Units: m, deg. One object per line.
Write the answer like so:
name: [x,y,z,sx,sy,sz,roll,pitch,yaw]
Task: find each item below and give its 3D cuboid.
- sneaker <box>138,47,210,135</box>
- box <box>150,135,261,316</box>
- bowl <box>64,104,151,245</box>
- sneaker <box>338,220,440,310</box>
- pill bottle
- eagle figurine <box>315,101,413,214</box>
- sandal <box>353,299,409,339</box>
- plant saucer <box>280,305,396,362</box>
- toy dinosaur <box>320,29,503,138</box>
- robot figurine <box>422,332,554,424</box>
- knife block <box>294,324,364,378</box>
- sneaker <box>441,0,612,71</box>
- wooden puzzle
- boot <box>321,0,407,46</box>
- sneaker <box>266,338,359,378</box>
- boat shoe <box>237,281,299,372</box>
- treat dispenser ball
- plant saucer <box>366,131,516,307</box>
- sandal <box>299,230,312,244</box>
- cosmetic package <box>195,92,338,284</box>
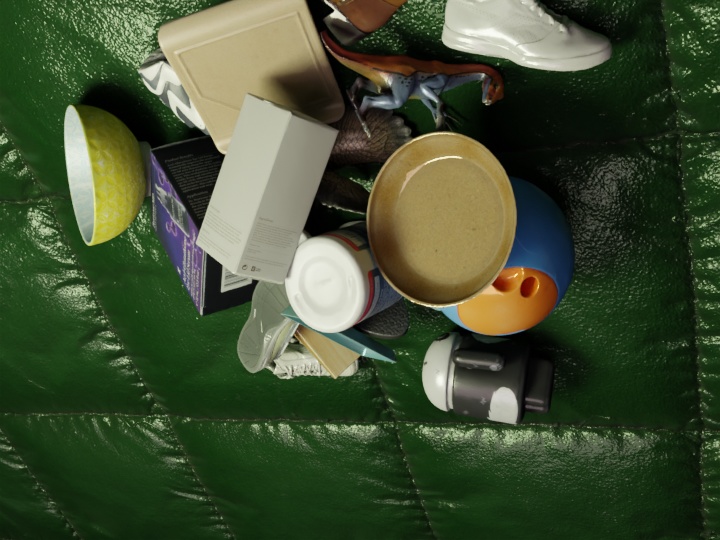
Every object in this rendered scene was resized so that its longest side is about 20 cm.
sneaker: [-0.188,-0.248,1.179,0.196,0.080,0.131,-14,128,25]
box: [-0.216,-0.067,1.252,0.201,0.103,0.150,52,147,34]
bowl: [-0.361,-0.144,1.298,0.106,0.202,0.202,-10,140,-27]
sneaker: [0.050,-0.005,1.280,0.196,0.083,0.075,22,133,3]
pill bottle: [0.000,0.000,1.161,0.117,0.199,0.122,7,104,28]
eagle figurine: [-0.040,-0.134,1.178,0.198,0.150,0.155,-13,95,45]
sandal: [-0.016,0.055,1.276,0.196,0.076,0.045,14,149,24]
plant saucer: [-0.025,0.089,1.235,0.069,0.019,0.199,9,164,39]
toy dinosaur: [0.076,-0.226,1.063,0.179,0.106,0.202,-27,122,3]
robot figurine: [0.192,0.159,1.336,0.196,0.125,0.153,7,120,16]
knife block: [-0.094,0.049,1.336,0.200,0.064,0.176,43,169,36]
sneaker: [0.190,-0.284,1.002,0.196,0.075,0.090,13,121,13]
wooden puzzle: [-0.130,-0.249,1.101,0.181,0.038,0.202,-16,138,7]
boot: [0.005,-0.372,1.000,0.198,0.069,0.189,-26,115,35]
sneaker: [-0.100,0.150,1.475,0.196,0.082,0.076,10,130,12]
boat shoe: [-0.114,0.063,1.260,0.074,0.064,0.204,45,128,26]
treat dispenser ball: [0.175,-0.019,1.136,0.197,0.202,0.204,11,132,13]
plant saucer: [0.099,-0.059,1.044,0.197,0.035,0.205,1,91,33]
sandal: [-0.048,-0.014,1.320,0.078,0.060,0.208,11,148,35]
cosmetic package: [-0.117,-0.101,1.083,0.084,0.107,0.203,13,104,-42]
